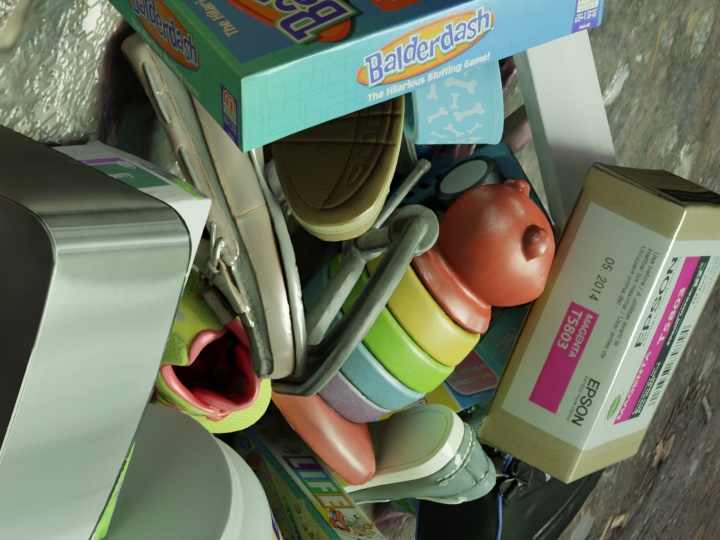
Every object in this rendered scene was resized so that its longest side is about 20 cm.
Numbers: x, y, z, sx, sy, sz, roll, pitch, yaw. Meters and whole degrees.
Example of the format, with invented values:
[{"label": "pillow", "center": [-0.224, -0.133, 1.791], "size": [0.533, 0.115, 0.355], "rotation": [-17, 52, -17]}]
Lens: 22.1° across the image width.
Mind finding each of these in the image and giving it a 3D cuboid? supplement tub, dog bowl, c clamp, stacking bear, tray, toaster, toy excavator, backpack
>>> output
[{"label": "supplement tub", "center": [-0.114, 0.177, 1.074], "size": [0.146, 0.145, 0.200], "rotation": [-54, 155, -23]}, {"label": "dog bowl", "center": [0.033, -0.164, 1.043], "size": [0.111, 0.049, 0.201], "rotation": [-133, -149, -79]}, {"label": "c clamp", "center": [0.000, 0.000, 1.053], "size": [0.171, 0.027, 0.200], "rotation": [-54, -171, -3]}, {"label": "stacking bear", "center": [0.037, 0.022, 1.175], "size": [0.200, 0.122, 0.114], "rotation": [-37, 120, 15]}, {"label": "tray", "center": [0.137, -0.117, 1.275], "size": [0.107, 0.022, 0.201], "rotation": [-20, 98, -58]}, {"label": "toaster", "center": [-0.175, 0.034, 0.735], "size": [0.119, 0.200, 0.181], "rotation": [-8, 121, -68]}, {"label": "toy excavator", "center": [0.087, -0.060, 1.309], "size": [0.194, 0.200, 0.100], "rotation": [-29, 116, 9]}, {"label": "backpack", "center": [0.119, 0.135, 1.521], "size": [0.200, 0.147, 0.183], "rotation": [-43, 148, -33]}]

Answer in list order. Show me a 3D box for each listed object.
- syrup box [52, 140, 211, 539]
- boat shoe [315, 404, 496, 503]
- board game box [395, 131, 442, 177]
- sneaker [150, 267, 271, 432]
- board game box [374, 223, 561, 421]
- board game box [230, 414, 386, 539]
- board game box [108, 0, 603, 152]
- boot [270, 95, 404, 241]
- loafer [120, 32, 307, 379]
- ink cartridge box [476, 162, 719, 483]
[{"label": "syrup box", "center": [-0.153, 0.041, 0.933], "size": [0.079, 0.081, 0.201], "rotation": [-13, 127, -62]}, {"label": "boat shoe", "center": [0.010, 0.136, 1.251], "size": [0.062, 0.200, 0.073], "rotation": [40, 57, -27]}, {"label": "board game box", "center": [0.043, -0.164, 1.199], "size": [0.126, 0.035, 0.200], "rotation": [-56, 156, -22]}, {"label": "sneaker", "center": [-0.088, 0.058, 1.062], "size": [0.078, 0.090, 0.200], "rotation": [-46, 152, -6]}, {"label": "board game box", "center": [0.090, 0.044, 1.368], "size": [0.153, 0.040, 0.200], "rotation": [-49, -172, -31]}, {"label": "board game box", "center": [-0.041, 0.200, 1.198], "size": [0.034, 0.200, 0.135], "rotation": [4, 114, -32]}, {"label": "board game box", "center": [-0.007, -0.143, 0.883], "size": [0.200, 0.152, 0.045], "rotation": [-23, 138, -24]}, {"label": "boot", "center": [-0.013, -0.069, 1.050], "size": [0.156, 0.073, 0.201], "rotation": [86, -3, -54]}, {"label": "loafer", "center": [-0.077, -0.035, 0.968], "size": [0.063, 0.072, 0.201], "rotation": [-14, 102, -15]}, {"label": "ink cartridge box", "center": [0.172, 0.033, 1.247], "size": [0.165, 0.075, 0.201], "rotation": [-6, 121, -65]}]
